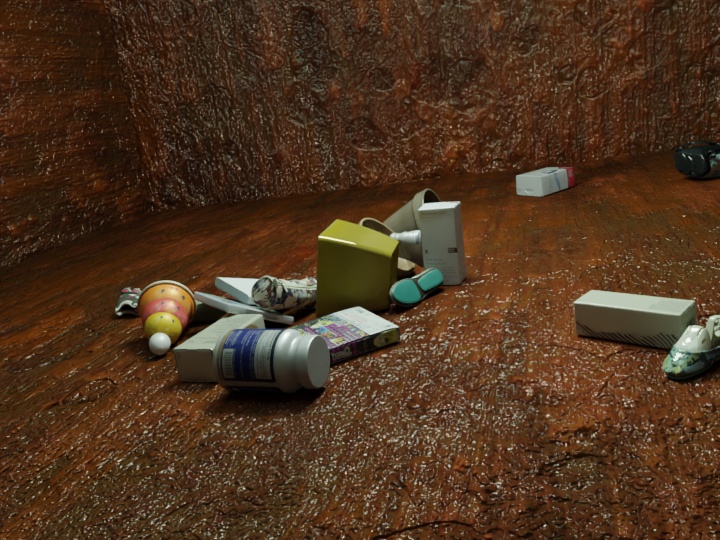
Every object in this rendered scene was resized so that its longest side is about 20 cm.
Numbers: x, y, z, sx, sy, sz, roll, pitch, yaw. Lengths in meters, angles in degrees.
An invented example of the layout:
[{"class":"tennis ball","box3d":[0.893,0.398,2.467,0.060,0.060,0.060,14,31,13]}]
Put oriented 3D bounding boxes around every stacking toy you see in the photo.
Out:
[{"class":"stacking toy","box3d":[-0.467,0.133,1.581,0.143,0.149,0.201,-10,33,-6]}]

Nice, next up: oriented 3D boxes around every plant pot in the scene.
[{"class":"plant pot","box3d":[0.000,0.000,1.631,0.173,0.204,0.200,6,17,10]},{"class":"plant pot","box3d":[0.165,-0.125,2.024,0.171,0.203,0.200,-19,9,27]},{"class":"plant pot","box3d":[0.050,-0.042,1.841,0.093,0.201,0.201,-47,-3,26]}]

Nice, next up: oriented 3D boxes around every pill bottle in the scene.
[{"class":"pill bottle","box3d":[-0.163,0.167,1.223,0.196,0.118,0.116,-2,16,23]}]

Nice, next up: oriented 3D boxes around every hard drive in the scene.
[{"class":"hard drive","box3d":[-0.257,0.053,1.698,0.131,0.027,0.198,25,12,34]}]

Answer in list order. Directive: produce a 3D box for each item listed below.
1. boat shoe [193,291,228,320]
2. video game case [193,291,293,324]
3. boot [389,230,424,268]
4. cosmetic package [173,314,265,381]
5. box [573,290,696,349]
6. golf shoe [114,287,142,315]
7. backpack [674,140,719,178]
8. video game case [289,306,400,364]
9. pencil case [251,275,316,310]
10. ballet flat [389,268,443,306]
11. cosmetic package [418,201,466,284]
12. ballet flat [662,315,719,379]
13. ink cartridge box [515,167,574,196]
[{"class":"boat shoe","box3d":[-0.431,0.095,1.723,0.196,0.075,0.063,-12,43,5]},{"class":"video game case","box3d":[-0.286,0.091,1.609,0.180,0.022,0.198,16,-3,-38]},{"class":"boot","box3d":[0.139,-0.056,1.799,0.094,0.075,0.200,2,-22,20]},{"class":"cosmetic package","box3d":[-0.292,0.161,1.406,0.103,0.073,0.200,-2,16,25]},{"class":"box","box3d":[0.500,0.088,1.213,0.081,0.070,0.198,-21,18,-40]},{"class":"golf shoe","box3d":[-0.603,0.093,1.888,0.196,0.078,0.089,-8,34,15]},{"class":"backpack","box3d":[1.309,-0.415,2.499,0.196,0.129,0.167,-13,27,-20]},{"class":"video game case","box3d":[-0.037,0.135,1.420,0.178,0.037,0.199,-16,16,-24]},{"class":"pencil case","box3d":[-0.171,0.055,1.613,0.088,0.079,0.199,-23,-14,30]},{"class":"ballet flat","box3d":[0.129,0.050,1.624,0.198,0.068,0.063,-22,-8,-43]},{"class":"cosmetic package","box3d":[0.212,-0.070,1.708,0.100,0.204,0.074,-2,17,24]},{"class":"ballet flat","box3d":[0.563,0.113,1.081,0.197,0.076,0.074,-18,17,-29]},{"class":"ink cartridge box","box3d":[0.762,-0.368,2.731,0.197,0.087,0.147,-16,17,-31]}]
